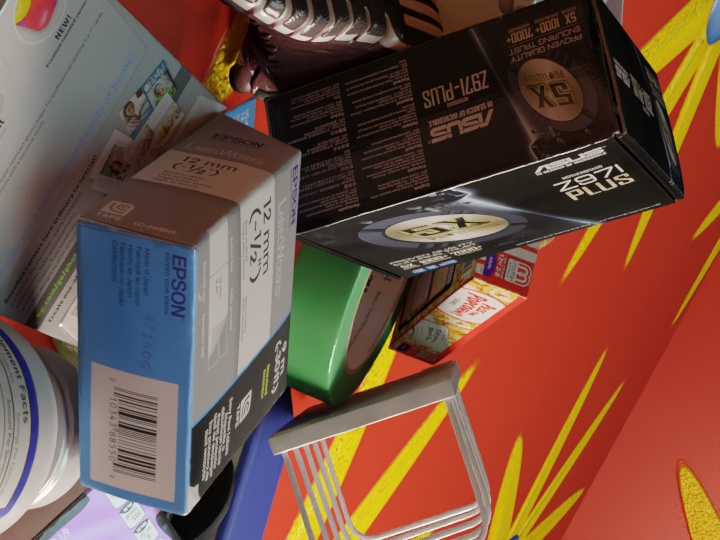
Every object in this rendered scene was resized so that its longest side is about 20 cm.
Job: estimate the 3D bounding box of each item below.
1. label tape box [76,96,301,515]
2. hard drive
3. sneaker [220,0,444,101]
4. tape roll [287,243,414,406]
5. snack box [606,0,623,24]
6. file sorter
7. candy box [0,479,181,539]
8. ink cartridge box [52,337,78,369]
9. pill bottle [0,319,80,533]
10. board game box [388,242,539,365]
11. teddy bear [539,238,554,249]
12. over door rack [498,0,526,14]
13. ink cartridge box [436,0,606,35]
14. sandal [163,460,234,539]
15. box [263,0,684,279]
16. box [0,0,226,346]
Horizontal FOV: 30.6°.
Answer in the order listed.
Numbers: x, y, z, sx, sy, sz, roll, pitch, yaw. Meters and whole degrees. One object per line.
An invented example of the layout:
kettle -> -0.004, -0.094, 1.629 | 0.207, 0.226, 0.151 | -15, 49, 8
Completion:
label tape box -> -0.073, 0.008, 0.685 | 0.200, 0.065, 0.145 | -48, 147, -59
hard drive -> -0.088, 0.169, 0.979 | 0.133, 0.025, 0.202 | 89, 14, -53
sneaker -> -0.054, -0.135, 0.721 | 0.199, 0.077, 0.115 | 16, 148, -43
tape roll -> 0.000, 0.000, 0.985 | 0.200, 0.048, 0.202 | 22, 90, -77
snack box -> 0.179, -0.217, 1.042 | 0.143, 0.052, 0.202 | 82, 14, -57
file sorter -> 0.026, 0.154, 1.022 | 0.137, 0.126, 0.200 | -19, 178, 5
candy box -> -0.170, 0.219, 0.775 | 0.168, 0.071, 0.201 | -43, 128, -22
ink cartridge box -> -0.117, 0.044, 0.833 | 0.146, 0.048, 0.201 | -48, 154, -28
pill bottle -> -0.205, 0.069, 0.580 | 0.113, 0.111, 0.200 | -62, 159, 5
board game box -> 0.088, -0.025, 1.034 | 0.200, 0.046, 0.153 | 134, -26, -66
teddy bear -> 0.111, -0.019, 1.258 | 0.200, 0.067, 0.145 | -50, 148, -9
over door rack -> 0.087, -0.254, 0.771 | 0.201, 0.147, 0.067 | -58, 156, -4
ink cartridge box -> 0.084, -0.191, 0.874 | 0.201, 0.125, 0.128 | -60, 159, -2
sandal -> -0.155, 0.170, 0.861 | 0.200, 0.076, 0.043 | -42, 153, -34
box -> 0.071, -0.070, 0.769 | 0.163, 0.198, 0.087 | 21, 56, -64
box -> -0.153, -0.057, 0.633 | 0.157, 0.041, 0.200 | -60, 160, -4
